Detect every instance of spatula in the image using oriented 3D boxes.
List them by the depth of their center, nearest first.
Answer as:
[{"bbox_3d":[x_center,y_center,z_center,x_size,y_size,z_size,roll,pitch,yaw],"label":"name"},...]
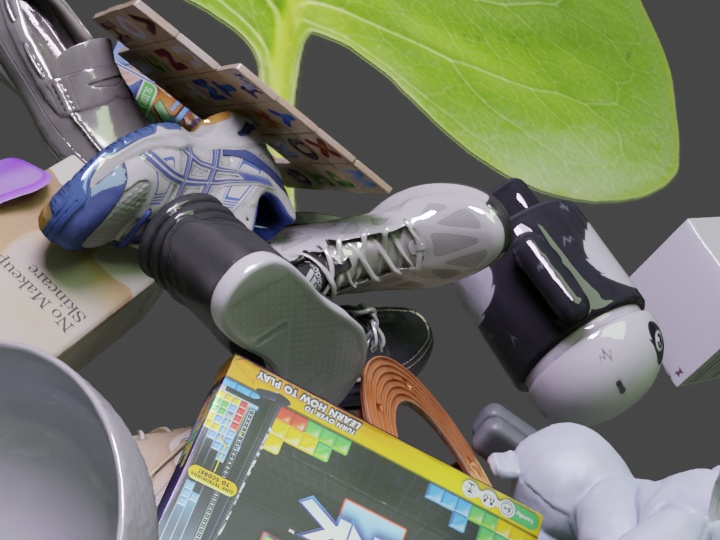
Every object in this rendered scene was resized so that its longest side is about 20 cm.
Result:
[{"bbox_3d":[-0.262,-0.090,0.808,0.056,0.021,0.200,-23,48,-33],"label":"spatula"}]

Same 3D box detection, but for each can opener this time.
[{"bbox_3d":[0.173,0.159,0.944,0.199,0.067,0.053,31,15,-4],"label":"can opener"}]

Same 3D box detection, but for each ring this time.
[{"bbox_3d":[0.053,0.148,0.832,0.201,0.019,0.201,52,16,-22],"label":"ring"}]

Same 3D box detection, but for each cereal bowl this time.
[{"bbox_3d":[-0.178,0.139,0.593,0.083,0.198,0.202,54,13,-56],"label":"cereal bowl"}]

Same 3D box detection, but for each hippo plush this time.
[{"bbox_3d":[0.137,0.157,0.751,0.158,0.203,0.160,-1,19,-46],"label":"hippo plush"}]

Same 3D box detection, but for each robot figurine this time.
[{"bbox_3d":[0.154,0.025,1.010,0.149,0.125,0.201,-8,57,-45],"label":"robot figurine"}]

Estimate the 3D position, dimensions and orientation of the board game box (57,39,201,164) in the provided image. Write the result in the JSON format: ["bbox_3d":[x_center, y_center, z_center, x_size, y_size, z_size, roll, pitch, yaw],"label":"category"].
[{"bbox_3d":[-0.144,-0.088,0.944,0.134,0.035,0.201,28,40,-15],"label":"board game box"}]

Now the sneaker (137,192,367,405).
[{"bbox_3d":[-0.062,0.019,0.754,0.099,0.071,0.200,41,-8,30],"label":"sneaker"}]

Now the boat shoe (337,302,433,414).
[{"bbox_3d":[-0.005,0.058,0.893,0.199,0.063,0.073,-16,63,-48],"label":"boat shoe"}]

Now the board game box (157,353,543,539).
[{"bbox_3d":[-0.017,0.164,0.670,0.198,0.057,0.167,27,55,-8],"label":"board game box"}]

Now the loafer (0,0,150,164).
[{"bbox_3d":[-0.190,-0.124,0.856,0.200,0.070,0.070,48,37,8],"label":"loafer"}]

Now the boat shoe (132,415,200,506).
[{"bbox_3d":[-0.116,0.120,0.733,0.065,0.072,0.201,38,43,-4],"label":"boat shoe"}]

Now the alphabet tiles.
[{"bbox_3d":[-0.088,-0.113,0.862,0.199,0.167,0.008,37,78,-25],"label":"alphabet tiles"}]

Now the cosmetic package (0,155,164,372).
[{"bbox_3d":[-0.207,0.021,0.752,0.105,0.071,0.200,42,37,1],"label":"cosmetic package"}]

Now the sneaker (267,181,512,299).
[{"bbox_3d":[0.000,0.000,0.863,0.115,0.198,0.077,-51,128,-60],"label":"sneaker"}]

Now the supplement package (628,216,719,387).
[{"bbox_3d":[0.356,0.024,1.195,0.198,0.110,0.114,-5,55,-43],"label":"supplement package"}]

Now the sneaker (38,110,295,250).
[{"bbox_3d":[-0.106,-0.040,0.781,0.089,0.075,0.199,56,36,4],"label":"sneaker"}]
